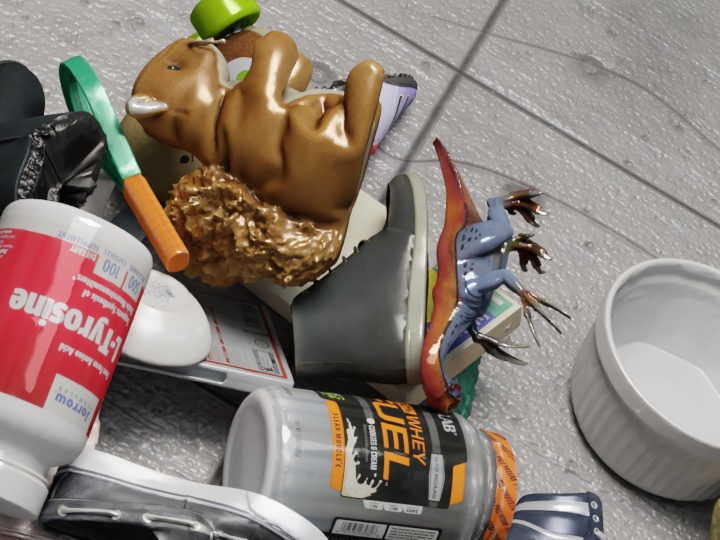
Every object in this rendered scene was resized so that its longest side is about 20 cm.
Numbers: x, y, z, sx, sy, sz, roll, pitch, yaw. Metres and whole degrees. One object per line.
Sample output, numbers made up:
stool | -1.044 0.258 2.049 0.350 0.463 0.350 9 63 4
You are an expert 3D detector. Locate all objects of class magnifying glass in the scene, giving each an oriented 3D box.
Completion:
magnifying glass | -0.182 -0.082 1.506 0.022 0.080 0.200 -21 62 -18

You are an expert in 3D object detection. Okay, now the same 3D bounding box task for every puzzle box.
puzzle box | 0.014 0.019 1.594 0.133 0.025 0.200 -35 55 -27

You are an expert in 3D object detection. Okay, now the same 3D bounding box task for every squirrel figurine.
squirrel figurine | -0.092 -0.085 1.502 0.186 0.142 0.201 15 89 1

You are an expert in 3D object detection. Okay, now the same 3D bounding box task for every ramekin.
ramekin | 0.272 0.099 1.664 0.200 0.105 0.201 14 47 -15

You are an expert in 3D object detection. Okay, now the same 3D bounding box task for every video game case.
video game case | -0.157 0.042 1.510 0.199 0.017 0.143 13 20 -17

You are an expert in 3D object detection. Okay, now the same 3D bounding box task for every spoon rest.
spoon rest | -0.177 0.008 1.490 0.099 0.061 0.200 5 37 -34

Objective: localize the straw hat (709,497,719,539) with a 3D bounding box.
straw hat | 0.329 0.218 1.595 0.201 0.085 0.202 -4 96 -42

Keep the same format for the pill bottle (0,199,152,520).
pill bottle | -0.225 0.062 1.353 0.112 0.112 0.200 21 73 -9

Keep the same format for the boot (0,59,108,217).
boot | -0.255 -0.096 1.515 0.077 0.168 0.200 62 41 -30

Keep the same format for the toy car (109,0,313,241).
toy car | -0.143 -0.108 1.610 0.200 0.158 0.164 -30 82 -28

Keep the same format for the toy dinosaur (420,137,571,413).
toy dinosaur | 0.077 0.020 1.508 0.200 0.105 0.181 33 52 26

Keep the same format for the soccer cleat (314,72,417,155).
soccer cleat | -0.001 -0.132 1.745 0.200 0.068 0.073 -27 111 -66

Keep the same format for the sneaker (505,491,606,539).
sneaker | 0.191 0.245 1.520 0.200 0.070 0.109 29 46 2

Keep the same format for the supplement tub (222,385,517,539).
supplement tub | 0.007 0.156 1.464 0.199 0.123 0.123 9 49 -21

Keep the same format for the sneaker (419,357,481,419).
sneaker | 0.052 0.072 1.617 0.087 0.075 0.200 5 47 16

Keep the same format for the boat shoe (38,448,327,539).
boat shoe | -0.123 0.183 1.360 0.199 0.072 0.068 18 52 4

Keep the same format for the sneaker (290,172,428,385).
sneaker | 0.000 0.000 1.544 0.106 0.075 0.200 0 48 3

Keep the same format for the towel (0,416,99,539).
towel | -0.281 0.102 1.426 0.191 0.032 0.200 17 47 -15
